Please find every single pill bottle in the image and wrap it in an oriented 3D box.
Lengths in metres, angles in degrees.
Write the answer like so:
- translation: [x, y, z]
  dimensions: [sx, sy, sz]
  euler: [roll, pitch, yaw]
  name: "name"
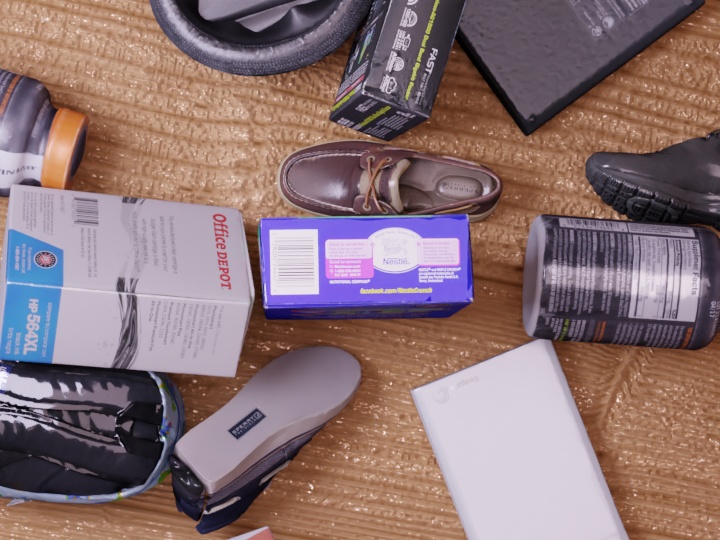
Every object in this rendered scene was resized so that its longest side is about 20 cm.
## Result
- translation: [0.244, 0.012, 1.568]
  dimensions: [0.198, 0.106, 0.107]
  euler: [5, 86, -2]
  name: "pill bottle"
- translation: [-0.334, -0.126, 1.560]
  dimensions: [0.198, 0.106, 0.107]
  euler: [16, 86, -1]
  name: "pill bottle"

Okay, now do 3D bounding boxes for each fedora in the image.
- translation: [-0.081, -0.253, 1.583]
  dimensions: [0.198, 0.092, 0.203]
  euler: [0, 87, 6]
  name: "fedora"

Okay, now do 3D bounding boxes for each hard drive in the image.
- translation: [0.141, 0.174, 1.601]
  dimensions: [0.131, 0.026, 0.202]
  euler: [-21, 88, -4]
  name: "hard drive"
- translation: [0.186, -0.234, 1.625]
  dimensions: [0.199, 0.033, 0.140]
  euler: [-36, 89, -4]
  name: "hard drive"

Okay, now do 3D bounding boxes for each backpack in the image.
- translation: [-0.247, 0.121, 1.541]
  dimensions: [0.198, 0.154, 0.165]
  euler: [5, 81, 18]
  name: "backpack"

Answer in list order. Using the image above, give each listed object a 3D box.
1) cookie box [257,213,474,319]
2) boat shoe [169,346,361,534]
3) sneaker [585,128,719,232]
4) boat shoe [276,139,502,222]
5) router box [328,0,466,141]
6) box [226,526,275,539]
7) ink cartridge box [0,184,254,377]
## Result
- translation: [0.000, 0.000, 1.519]
  dimensions: [0.169, 0.200, 0.076]
  euler: [-1, 85, -3]
  name: "cookie box"
- translation: [-0.084, 0.146, 1.578]
  dimensions: [0.199, 0.093, 0.075]
  euler: [-31, 61, -29]
  name: "boat shoe"
- translation: [0.295, -0.083, 1.609]
  dimensions: [0.198, 0.076, 0.092]
  euler: [12, 75, -7]
  name: "sneaker"
- translation: [0.027, -0.078, 1.589]
  dimensions: [0.198, 0.072, 0.073]
  euler: [7, 86, -2]
  name: "boat shoe"
- translation: [0.035, -0.196, 1.531]
  dimensions: [0.062, 0.200, 0.151]
  euler: [19, 86, -7]
  name: "router box"
- translation: [-0.143, 0.325, 1.501]
  dimensions: [0.199, 0.106, 0.153]
  euler: [-25, 88, -32]
  name: "box"
- translation: [-0.196, 0.009, 1.514]
  dimensions: [0.198, 0.146, 0.085]
  euler: [6, 123, -13]
  name: "ink cartridge box"
